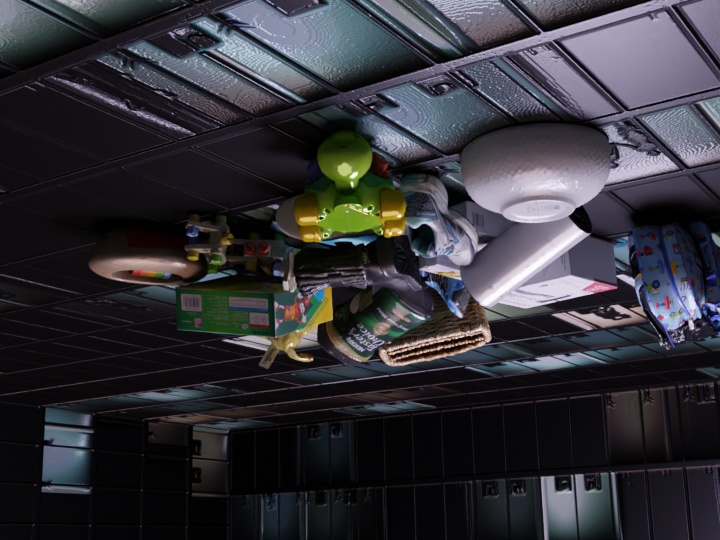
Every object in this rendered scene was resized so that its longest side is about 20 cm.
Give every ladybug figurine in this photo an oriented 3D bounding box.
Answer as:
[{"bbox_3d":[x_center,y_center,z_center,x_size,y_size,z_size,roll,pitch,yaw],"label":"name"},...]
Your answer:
[{"bbox_3d":[-0.331,-0.024,1.718,0.197,0.073,0.135,8,163,-32],"label":"ladybug figurine"}]

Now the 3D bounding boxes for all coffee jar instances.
[{"bbox_3d":[0.020,0.079,1.801,0.104,0.086,0.199,32,131,-28],"label":"coffee jar"}]

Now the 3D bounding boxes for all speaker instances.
[{"bbox_3d":[0.242,-0.032,1.590,0.080,0.082,0.199,13,136,-46],"label":"speaker"}]

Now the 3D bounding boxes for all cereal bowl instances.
[{"bbox_3d":[0.226,-0.116,1.402,0.196,0.085,0.200,-1,165,0],"label":"cereal bowl"}]

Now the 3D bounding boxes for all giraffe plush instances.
[{"bbox_3d":[-0.129,0.046,1.894,0.169,0.202,0.164,13,130,-8],"label":"giraffe plush"}]

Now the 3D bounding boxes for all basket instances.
[{"bbox_3d":[0.130,0.115,1.920,0.196,0.150,0.144,-13,131,5],"label":"basket"}]

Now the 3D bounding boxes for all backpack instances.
[{"bbox_3d":[0.504,0.005,1.729,0.133,0.186,0.200,-17,149,24],"label":"backpack"}]

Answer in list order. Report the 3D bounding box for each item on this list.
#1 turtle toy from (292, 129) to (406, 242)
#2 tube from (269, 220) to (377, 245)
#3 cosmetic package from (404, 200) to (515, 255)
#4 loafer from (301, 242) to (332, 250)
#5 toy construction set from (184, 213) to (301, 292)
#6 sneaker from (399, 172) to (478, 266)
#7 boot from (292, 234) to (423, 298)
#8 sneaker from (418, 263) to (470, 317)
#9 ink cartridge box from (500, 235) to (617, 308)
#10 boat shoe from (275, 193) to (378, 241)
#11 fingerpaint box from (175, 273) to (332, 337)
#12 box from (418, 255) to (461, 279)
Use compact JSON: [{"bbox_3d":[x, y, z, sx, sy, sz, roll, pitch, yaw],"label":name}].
[{"bbox_3d":[-0.015,-0.106,1.373,0.143,0.103,0.200,-3,165,1],"label":"turtle toy"},{"bbox_3d":[-0.041,-0.058,1.676,0.196,0.051,0.077,6,168,-8],"label":"tube"},{"bbox_3d":[0.185,-0.051,1.706,0.198,0.053,0.150,11,159,-39],"label":"cosmetic package"},{"bbox_3d":[-0.027,-0.023,1.753,0.075,0.069,0.199,7,-169,34],"label":"loafer"},{"bbox_3d":[-0.166,-0.029,1.663,0.197,0.094,0.131,17,165,11],"label":"toy construction set"},{"bbox_3d":[0.102,-0.050,1.539,0.076,0.088,0.200,0,151,34],"label":"sneaker"},{"bbox_3d":[-0.001,-0.003,1.608,0.155,0.081,0.211,-14,165,16],"label":"boot"},{"bbox_3d":[0.135,0.018,1.809,0.088,0.080,0.200,15,-167,-9],"label":"sneaker"},{"bbox_3d":[0.313,0.000,1.847,0.143,0.085,0.198,12,161,-44],"label":"ink cartridge box"},{"bbox_3d":[-0.024,-0.077,1.575,0.196,0.073,0.069,-10,166,-4],"label":"boat shoe"},{"bbox_3d":[-0.169,0.055,1.742,0.197,0.075,0.166,2,-171,30],"label":"fingerpaint box"},{"bbox_3d":[0.167,-0.007,1.695,0.038,0.042,0.198,-13,162,43],"label":"box"}]
